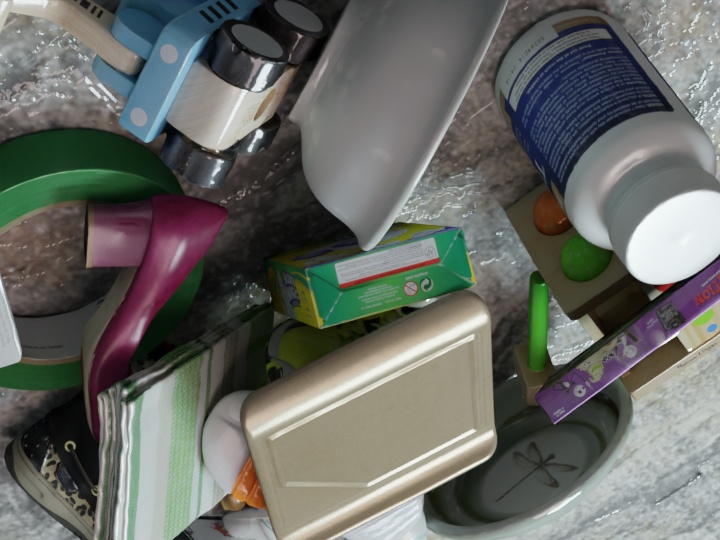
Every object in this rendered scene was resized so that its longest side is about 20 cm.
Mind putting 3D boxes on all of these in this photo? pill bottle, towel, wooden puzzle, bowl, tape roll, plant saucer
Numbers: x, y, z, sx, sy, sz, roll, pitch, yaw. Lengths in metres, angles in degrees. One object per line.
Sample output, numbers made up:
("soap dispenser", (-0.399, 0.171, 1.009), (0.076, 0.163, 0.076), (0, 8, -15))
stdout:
("pill bottle", (0.180, -0.085, 1.273), (0.110, 0.200, 0.111), (-13, 134, -14))
("towel", (-0.126, 0.116, 1.306), (0.200, 0.031, 0.150), (-33, 136, -57))
("wooden puzzle", (0.009, 0.107, 1.281), (0.184, 0.037, 0.200), (-26, 145, -11))
("bowl", (0.013, -0.120, 1.197), (0.090, 0.201, 0.202), (27, 120, -5))
("tape roll", (-0.210, -0.005, 1.269), (0.199, 0.048, 0.201), (-14, 135, -14))
("plant saucer", (0.137, 0.159, 1.479), (0.200, 0.200, 0.050), (-30, 114, 3))

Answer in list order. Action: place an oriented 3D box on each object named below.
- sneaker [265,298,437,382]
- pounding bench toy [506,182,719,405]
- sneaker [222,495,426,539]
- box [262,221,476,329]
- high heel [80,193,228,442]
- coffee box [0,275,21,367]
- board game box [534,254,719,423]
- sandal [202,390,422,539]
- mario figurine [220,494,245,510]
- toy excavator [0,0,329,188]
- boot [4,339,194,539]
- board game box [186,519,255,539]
("sneaker", (-0.005, 0.052, 1.338), (0.076, 0.200, 0.076), (-22, 100, 28))
("pounding bench toy", (0.180, 0.010, 1.417), (0.200, 0.124, 0.156), (-35, 136, 9))
("sneaker", (-0.032, 0.217, 1.480), (0.070, 0.199, 0.081), (-19, 101, -52))
("box", (0.000, 0.000, 1.307), (0.117, 0.200, 0.049), (-15, 94, -12))
("high heel", (-0.144, 0.039, 1.255), (0.096, 0.068, 0.201), (-1, 128, -12))
("coffee box", (-0.328, -0.051, 1.058), (0.197, 0.200, 0.200), (-16, 135, -10))
("board game box", (0.215, 0.034, 1.296), (0.200, 0.032, 0.120), (-38, 172, 12))
("sandal", (-0.043, 0.146, 1.362), (0.206, 0.059, 0.079), (34, 100, -34))
("mario figurine", (-0.018, 0.145, 1.455), (0.199, 0.124, 0.106), (-25, 124, 3))
("toy excavator", (-0.148, -0.145, 1.139), (0.100, 0.200, 0.194), (-60, 172, 29))
("boot", (-0.151, 0.154, 1.389), (0.203, 0.074, 0.154), (41, 105, -14))
("board game box", (-0.111, 0.272, 1.585), (0.199, 0.035, 0.127), (6, 127, -30))
